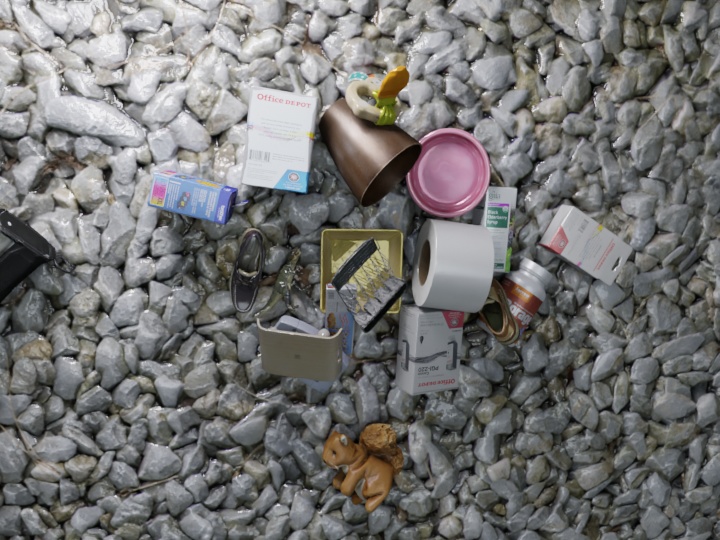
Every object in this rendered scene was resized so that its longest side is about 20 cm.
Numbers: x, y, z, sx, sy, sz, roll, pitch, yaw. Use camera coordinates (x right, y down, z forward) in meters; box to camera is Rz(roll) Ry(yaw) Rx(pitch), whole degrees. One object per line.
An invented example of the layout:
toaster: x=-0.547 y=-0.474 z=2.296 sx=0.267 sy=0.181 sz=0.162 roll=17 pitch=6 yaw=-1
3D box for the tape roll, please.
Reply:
tape roll: x=0.210 y=-0.010 z=1.336 sx=0.136 sy=0.203 sz=0.207 roll=8 pitch=98 yaw=-8

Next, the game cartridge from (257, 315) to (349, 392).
game cartridge: x=-0.132 y=0.198 z=1.383 sx=0.199 sy=0.042 sz=0.134 roll=36 pitch=112 yaw=-11

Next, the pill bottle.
pill bottle: x=0.381 y=0.076 z=1.418 sx=0.111 sy=0.112 sz=0.202 roll=31 pitch=94 yaw=-11

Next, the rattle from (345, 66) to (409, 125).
rattle: x=0.033 y=-0.414 z=1.224 sx=0.128 sy=0.202 sz=0.144 roll=2 pitch=138 yaw=0

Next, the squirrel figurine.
squirrel figurine: x=0.005 y=0.462 z=1.434 sx=0.200 sy=0.141 sz=0.187 roll=-41 pitch=92 yaw=-14

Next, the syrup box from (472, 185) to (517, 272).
syrup box: x=0.319 y=-0.102 z=1.397 sx=0.077 sy=0.081 sz=0.204 roll=2 pitch=100 yaw=-10

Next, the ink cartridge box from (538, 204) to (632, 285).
ink cartridge box: x=0.564 y=-0.061 z=1.444 sx=0.198 sy=0.068 sz=0.118 roll=32 pitch=94 yaw=-10

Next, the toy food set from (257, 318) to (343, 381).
toy food set: x=-0.139 y=0.177 z=1.329 sx=0.196 sy=0.061 sz=0.145 roll=7 pitch=129 yaw=5

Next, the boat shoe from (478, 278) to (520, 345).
boat shoe: x=0.307 y=0.078 z=1.352 sx=0.075 sy=0.202 sz=0.073 roll=-39 pitch=140 yaw=19

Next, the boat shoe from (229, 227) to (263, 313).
boat shoe: x=-0.264 y=0.004 z=1.341 sx=0.071 sy=0.065 sz=0.204 roll=12 pitch=98 yaw=-11

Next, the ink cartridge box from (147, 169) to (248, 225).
ink cartridge box: x=-0.348 y=-0.158 z=1.268 sx=0.197 sy=0.137 sz=0.078 roll=16 pitch=100 yaw=-10

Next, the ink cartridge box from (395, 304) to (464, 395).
ink cartridge box: x=0.167 y=0.188 z=1.402 sx=0.143 sy=0.084 sz=0.204 roll=-2 pitch=102 yaw=-28

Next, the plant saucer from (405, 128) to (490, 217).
plant saucer: x=0.205 y=-0.228 z=1.356 sx=0.197 sy=0.051 sz=0.205 roll=2 pitch=101 yaw=11

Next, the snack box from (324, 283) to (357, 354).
snack box: x=-0.049 y=0.118 z=1.367 sx=0.070 sy=0.024 sz=0.203 roll=-1 pitch=125 yaw=-8

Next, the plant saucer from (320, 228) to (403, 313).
plant saucer: x=0.000 y=0.000 z=1.386 sx=0.196 sy=0.048 sz=0.204 roll=0 pitch=99 yaw=-9

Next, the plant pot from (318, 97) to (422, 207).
plant pot: x=0.005 y=-0.280 z=1.286 sx=0.187 sy=0.187 sz=0.200 roll=-43 pitch=79 yaw=1

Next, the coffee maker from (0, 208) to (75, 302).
coffee maker: x=-0.770 y=0.005 z=1.237 sx=0.200 sy=0.135 sz=0.192 roll=-43 pitch=103 yaw=1

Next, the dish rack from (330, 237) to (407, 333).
dish rack: x=0.018 y=0.029 z=1.280 sx=0.154 sy=0.054 sz=0.201 roll=-48 pitch=144 yaw=-15

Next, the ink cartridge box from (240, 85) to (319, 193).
ink cartridge box: x=-0.176 y=-0.282 z=1.267 sx=0.144 sy=0.146 sz=0.204 roll=7 pitch=98 yaw=-8

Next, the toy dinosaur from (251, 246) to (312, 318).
toy dinosaur: x=-0.173 y=0.045 z=1.372 sx=0.087 sy=0.047 sz=0.202 roll=30 pitch=94 yaw=3
